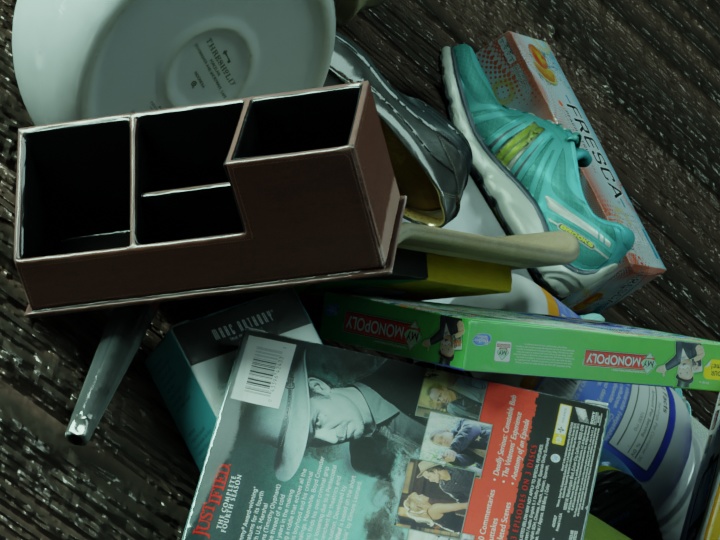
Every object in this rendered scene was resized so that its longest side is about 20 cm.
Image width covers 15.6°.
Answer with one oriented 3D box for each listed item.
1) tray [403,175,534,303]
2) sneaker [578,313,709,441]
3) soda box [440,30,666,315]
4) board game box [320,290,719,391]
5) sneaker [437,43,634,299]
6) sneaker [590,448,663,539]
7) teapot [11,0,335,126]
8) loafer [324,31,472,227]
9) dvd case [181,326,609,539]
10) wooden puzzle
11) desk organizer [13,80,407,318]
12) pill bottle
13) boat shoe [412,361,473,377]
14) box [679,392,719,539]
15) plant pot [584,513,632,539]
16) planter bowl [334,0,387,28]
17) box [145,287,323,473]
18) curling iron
[{"bbox_3d":[0.042,-0.010,1.713,0.107,0.022,0.200,59,29,11],"label":"tray"},{"bbox_3d":[0.188,0.092,1.750,0.200,0.086,0.078,29,38,-37],"label":"sneaker"},{"bbox_3d":[0.137,-0.068,1.864,0.064,0.068,0.200,9,51,-58],"label":"soda box"},{"bbox_3d":[0.096,0.040,1.463,0.200,0.135,0.029,7,93,-36],"label":"board game box"},{"bbox_3d":[0.116,-0.075,1.810,0.200,0.080,0.078,59,0,17],"label":"sneaker"},{"bbox_3d":[0.152,0.183,1.586,0.078,0.066,0.200,43,-24,60],"label":"sneaker"},{"bbox_3d":[-0.119,-0.143,1.486,0.197,0.200,0.146,-3,32,-36],"label":"teapot"},{"bbox_3d":[-0.014,-0.097,1.650,0.200,0.073,0.072,29,29,-15],"label":"loafer"},{"bbox_3d":[0.018,0.113,1.353,0.200,0.022,0.146,12,59,4],"label":"dvd case"},{"bbox_3d":[0.000,0.000,1.493,0.200,0.185,0.037,0,85,-54],"label":"wooden puzzle"},{"bbox_3d":[-0.084,-0.037,1.362,0.072,0.200,0.077,-77,156,-54],"label":"desk organizer"},{"bbox_3d":[0.135,0.097,1.641,0.200,0.112,0.112,37,33,-29],"label":"pill bottle"},{"bbox_3d":[0.068,0.109,1.435,0.074,0.060,0.200,37,25,-27],"label":"boat shoe"},{"bbox_3d":[0.221,0.121,1.532,0.041,0.119,0.200,16,-4,5],"label":"box"},{"bbox_3d":[0.153,0.237,1.466,0.190,0.200,0.200,42,29,2],"label":"plant pot"},{"bbox_3d":[-0.031,-0.242,1.710,0.200,0.200,0.135,41,58,-22],"label":"planter bowl"},{"bbox_3d":[-0.033,0.114,1.412,0.082,0.049,0.200,-19,73,-32],"label":"box"},{"bbox_3d":[-0.112,0.014,1.403,0.026,0.050,0.200,57,44,-30],"label":"curling iron"}]
